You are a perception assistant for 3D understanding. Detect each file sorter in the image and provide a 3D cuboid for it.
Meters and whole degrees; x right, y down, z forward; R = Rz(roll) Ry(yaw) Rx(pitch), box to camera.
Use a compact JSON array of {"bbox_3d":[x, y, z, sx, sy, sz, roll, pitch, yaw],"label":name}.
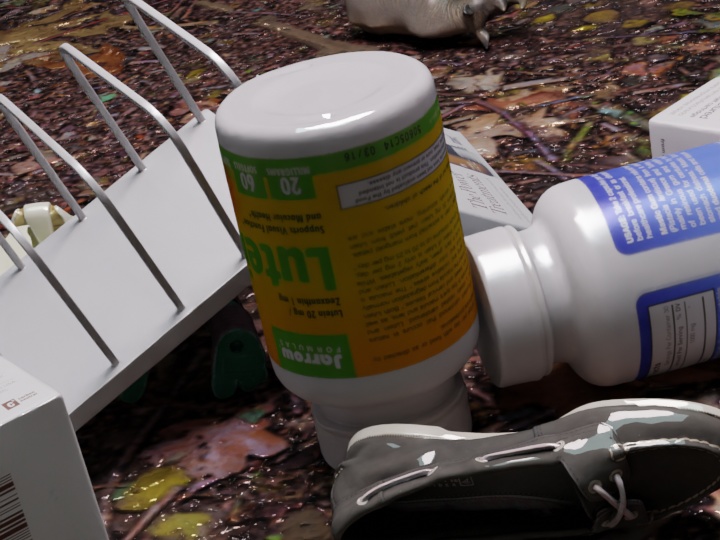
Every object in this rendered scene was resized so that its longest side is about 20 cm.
[{"bbox_3d":[-0.147,-0.036,1.059,0.200,0.125,0.139,-40,42,-11],"label":"file sorter"}]

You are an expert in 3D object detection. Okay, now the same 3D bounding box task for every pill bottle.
[{"bbox_3d":[0.157,-0.003,1.030,0.199,0.112,0.112,-14,24,-6],"label":"pill bottle"},{"bbox_3d":[0.000,0.000,0.987,0.111,0.200,0.111,-10,24,5],"label":"pill bottle"}]

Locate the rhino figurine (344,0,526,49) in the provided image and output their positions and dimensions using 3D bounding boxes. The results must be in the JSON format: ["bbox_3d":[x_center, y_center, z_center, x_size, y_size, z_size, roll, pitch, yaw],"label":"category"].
[{"bbox_3d":[0.066,-0.227,1.627,0.200,0.060,0.087,16,56,45],"label":"rhino figurine"}]

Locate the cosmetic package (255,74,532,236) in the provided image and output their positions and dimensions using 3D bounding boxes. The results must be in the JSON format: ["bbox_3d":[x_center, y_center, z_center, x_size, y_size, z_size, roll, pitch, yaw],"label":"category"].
[{"bbox_3d":[0.014,-0.054,1.204,0.150,0.052,0.200,12,18,-18],"label":"cosmetic package"}]

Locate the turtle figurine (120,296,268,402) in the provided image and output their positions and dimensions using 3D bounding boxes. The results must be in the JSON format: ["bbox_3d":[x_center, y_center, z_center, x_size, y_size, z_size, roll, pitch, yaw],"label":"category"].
[{"bbox_3d":[-0.114,0.001,1.174,0.149,0.101,0.200,-17,32,3],"label":"turtle figurine"}]

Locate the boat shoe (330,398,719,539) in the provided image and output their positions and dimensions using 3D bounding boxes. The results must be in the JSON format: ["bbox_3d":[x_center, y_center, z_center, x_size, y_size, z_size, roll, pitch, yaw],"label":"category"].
[{"bbox_3d":[0.080,0.104,0.901,0.199,0.067,0.057,-7,40,23],"label":"boat shoe"}]

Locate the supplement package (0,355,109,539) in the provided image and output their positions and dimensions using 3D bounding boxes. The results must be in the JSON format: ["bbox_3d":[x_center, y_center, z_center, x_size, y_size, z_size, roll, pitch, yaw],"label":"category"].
[{"bbox_3d":[-0.226,0.105,0.964,0.117,0.117,0.200,-28,28,-27],"label":"supplement package"}]

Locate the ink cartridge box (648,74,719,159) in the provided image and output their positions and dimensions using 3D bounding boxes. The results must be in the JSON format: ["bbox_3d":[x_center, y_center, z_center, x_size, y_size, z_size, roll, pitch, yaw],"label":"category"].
[{"bbox_3d":[0.295,-0.067,1.140,0.200,0.084,0.145,13,34,43],"label":"ink cartridge box"}]

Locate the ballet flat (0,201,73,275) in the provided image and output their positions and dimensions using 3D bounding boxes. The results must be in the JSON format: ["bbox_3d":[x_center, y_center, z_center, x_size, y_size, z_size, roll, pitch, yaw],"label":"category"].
[{"bbox_3d":[-0.209,-0.005,1.260,0.067,0.067,0.200,-9,24,9],"label":"ballet flat"}]
